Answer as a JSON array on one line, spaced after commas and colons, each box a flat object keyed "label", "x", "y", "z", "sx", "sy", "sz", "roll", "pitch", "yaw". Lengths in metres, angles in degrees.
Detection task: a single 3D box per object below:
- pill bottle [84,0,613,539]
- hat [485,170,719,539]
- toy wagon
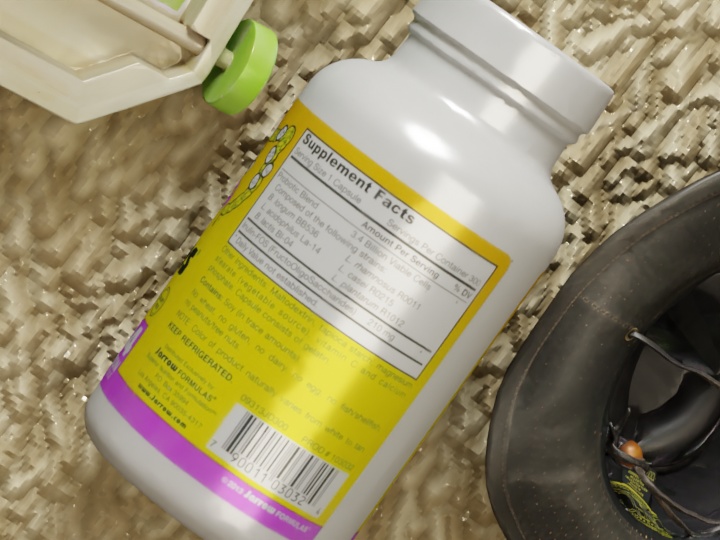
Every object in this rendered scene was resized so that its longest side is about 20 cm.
[{"label": "pill bottle", "x": 0.000, "y": 0.000, "z": 0.986, "sx": 0.104, "sy": 0.104, "sz": 0.200, "roll": 33, "pitch": 95, "yaw": -27}, {"label": "hat", "x": 0.133, "y": 0.038, "z": 1.065, "sx": 0.200, "sy": 0.081, "sz": 0.201, "roll": -5, "pitch": 114, "yaw": -10}, {"label": "toy wagon", "x": -0.069, "y": -0.148, "z": 0.943, "sx": 0.155, "sy": 0.040, "sz": 0.200, "roll": 28, "pitch": 97, "yaw": -27}]
